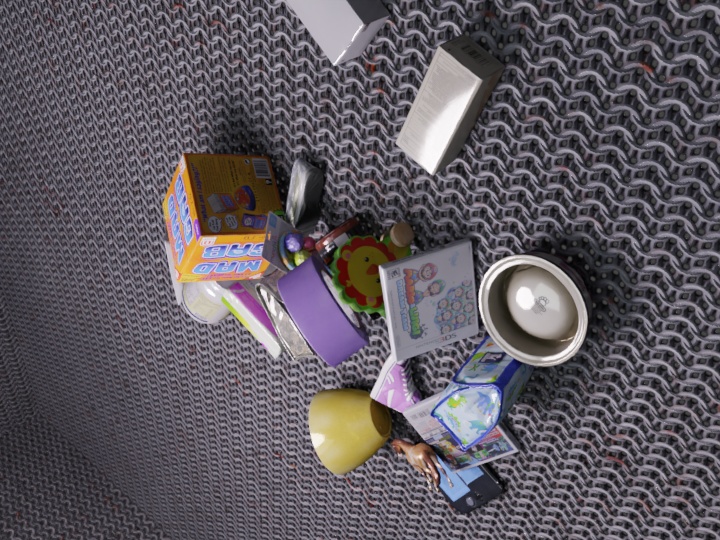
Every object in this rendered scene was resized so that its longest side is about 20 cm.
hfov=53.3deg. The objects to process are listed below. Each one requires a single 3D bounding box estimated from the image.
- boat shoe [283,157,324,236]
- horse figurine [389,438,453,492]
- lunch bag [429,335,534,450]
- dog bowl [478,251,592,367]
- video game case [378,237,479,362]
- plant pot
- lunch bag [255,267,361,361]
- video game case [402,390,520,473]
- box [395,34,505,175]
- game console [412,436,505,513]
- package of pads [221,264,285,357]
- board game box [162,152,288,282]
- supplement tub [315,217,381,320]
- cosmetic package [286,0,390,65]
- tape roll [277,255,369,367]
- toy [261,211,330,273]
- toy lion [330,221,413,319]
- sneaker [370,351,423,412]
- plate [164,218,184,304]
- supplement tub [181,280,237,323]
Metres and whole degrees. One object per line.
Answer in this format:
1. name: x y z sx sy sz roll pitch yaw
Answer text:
1. boat shoe: -0.130 -0.143 1.533 0.065 0.074 0.204 41 137 28
2. horse figurine: 0.140 0.429 1.599 0.134 0.050 0.200 57 164 2
3. lunch bag: 0.241 0.210 1.325 0.127 0.170 0.200 44 140 6
4. dog bowl: 0.303 0.057 1.219 0.198 0.073 0.204 18 120 34
5. video game case: 0.132 0.056 1.333 0.024 0.179 0.203 -131 27 -60
6. plant pot: -0.009 0.361 1.686 0.140 0.200 0.202 -22 101 24
7. lunch bag: -0.122 0.067 1.592 0.202 0.163 0.117 58 145 -5
8. video game case: 0.211 0.335 1.518 0.183 0.023 0.199 50 132 -6
9. box: 0.142 -0.266 1.169 0.095 0.077 0.201 43 139 14
10. game console: 0.213 0.448 1.624 0.200 0.031 0.177 48 140 9
11. package of pads: -0.208 0.085 1.699 0.200 0.154 0.068 44 142 11
12. board game box: -0.299 -0.113 1.565 0.200 0.197 0.203 -46 54 50
13. supplement tub: 0.000 0.000 1.470 0.202 0.107 0.107 56 140 -1
14. cosmetic package: -0.054 -0.470 1.225 0.201 0.081 0.113 54 140 0
15. tape roll: -0.070 0.078 1.375 0.201 0.084 0.200 55 -176 -5
16. toy: -0.113 -0.035 1.489 0.047 0.117 0.199 -22 137 33
17. toy lion: 0.045 0.017 1.364 0.202 0.191 0.069 55 154 -2
18. sneaker: 0.100 0.237 1.573 0.113 0.073 0.202 30 139 11
19. plate: -0.489 -0.044 1.916 0.201 0.032 0.203 -110 16 -55
20. supplement tub: -0.361 0.036 1.824 0.146 0.144 0.200 53 140 2
